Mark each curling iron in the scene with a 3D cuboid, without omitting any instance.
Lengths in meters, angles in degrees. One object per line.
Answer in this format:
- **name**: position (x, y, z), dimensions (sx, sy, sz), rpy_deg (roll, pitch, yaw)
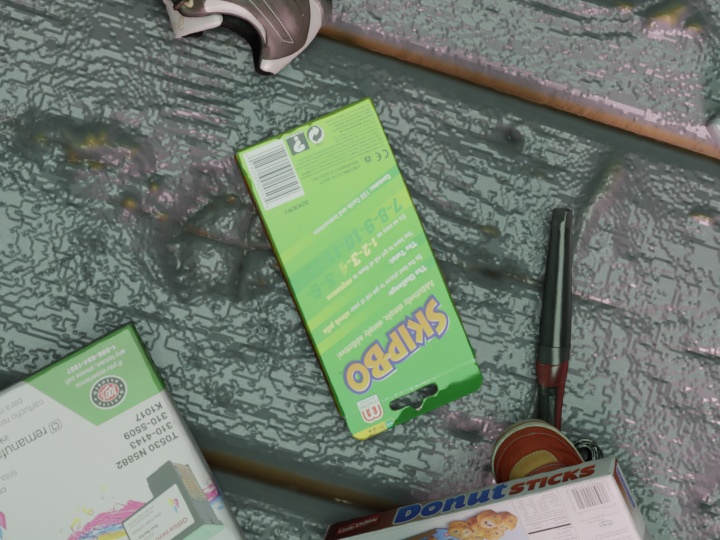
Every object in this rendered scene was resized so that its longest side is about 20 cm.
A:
- **curling iron**: position (0.135, 0.060, 1.285), dimensions (0.049, 0.026, 0.202), rpy_deg (-4, 91, -4)

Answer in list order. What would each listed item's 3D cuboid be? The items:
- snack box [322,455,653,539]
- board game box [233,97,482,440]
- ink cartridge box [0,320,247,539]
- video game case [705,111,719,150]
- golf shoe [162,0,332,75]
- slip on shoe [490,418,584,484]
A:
- **snack box**: position (0.077, 0.170, 1.218), dimensions (0.199, 0.024, 0.072), rpy_deg (-17, 114, 25)
- **board game box**: position (0.000, 0.000, 1.269), dimensions (0.095, 0.030, 0.201), rpy_deg (-22, 89, -6)
- **ink cartridge box**: position (-0.158, 0.153, 1.218), dimensions (0.144, 0.084, 0.201), rpy_deg (-28, 93, -7)
- **video game case**: position (0.355, -0.065, 1.317), dimensions (0.181, 0.023, 0.201), rpy_deg (-34, 94, -7)
- **golf shoe**: position (-0.110, -0.199, 1.233), dimensions (0.199, 0.078, 0.095), rpy_deg (31, 86, -5)
- **slip on shoe**: position (0.150, 0.183, 1.254), dimensions (0.074, 0.061, 0.201), rpy_deg (-33, 110, 7)
